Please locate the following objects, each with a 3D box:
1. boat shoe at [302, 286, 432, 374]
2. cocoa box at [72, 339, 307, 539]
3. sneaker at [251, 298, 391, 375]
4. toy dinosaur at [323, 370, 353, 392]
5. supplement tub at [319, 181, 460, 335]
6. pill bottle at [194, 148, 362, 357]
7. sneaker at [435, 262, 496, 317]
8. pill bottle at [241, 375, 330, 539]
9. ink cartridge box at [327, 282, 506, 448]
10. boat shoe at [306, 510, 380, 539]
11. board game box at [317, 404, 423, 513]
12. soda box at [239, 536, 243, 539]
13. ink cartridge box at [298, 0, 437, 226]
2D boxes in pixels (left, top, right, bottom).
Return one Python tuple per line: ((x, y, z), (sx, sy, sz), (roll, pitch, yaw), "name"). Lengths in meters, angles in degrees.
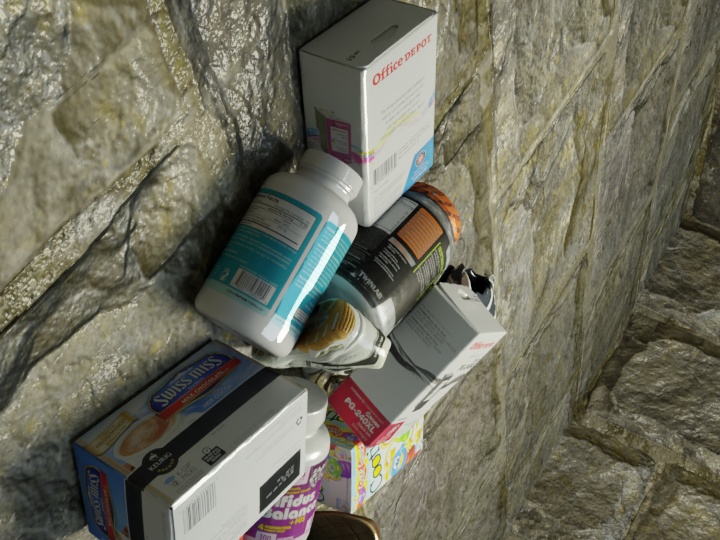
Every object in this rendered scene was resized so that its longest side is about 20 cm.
((0.017, 0.082, 1.108), (0.199, 0.071, 0.070), (-36, 112, -11), "boat shoe")
((-0.163, 0.190, 0.863), (0.200, 0.131, 0.134), (-38, 142, -44), "cocoa box")
((-0.046, 0.085, 0.929), (0.087, 0.199, 0.076), (33, 70, -27), "sneaker")
((0.001, 0.124, 1.207), (0.200, 0.058, 0.102), (-2, 112, -62), "toy dinosaur")
((0.028, -0.012, 1.002), (0.200, 0.122, 0.123), (-44, 147, -36), "supplement tub")
((-0.075, -0.021, 0.875), (0.201, 0.110, 0.111), (-60, 154, -10), "pill bottle")
((0.104, 0.049, 1.174), (0.198, 0.080, 0.130), (-9, 130, -19), "sneaker")
((-0.098, 0.235, 1.050), (0.112, 0.112, 0.201), (-23, 132, -54), "pill bottle")
((0.074, 0.116, 1.068), (0.200, 0.083, 0.145), (-47, 162, 14), "ink cartridge box")
((-0.060, 0.355, 1.162), (0.067, 0.199, 0.073), (-19, 95, -63), "boat shoe")
((0.000, 0.243, 1.235), (0.200, 0.102, 0.106), (-27, 124, -52), "board game box")
((-0.181, 0.314, 1.016), (0.068, 0.064, 0.201), (-26, 135, -52), "soda box")
((0.013, -0.175, 0.941), (0.145, 0.084, 0.201), (-45, 148, -37), "ink cartridge box")
